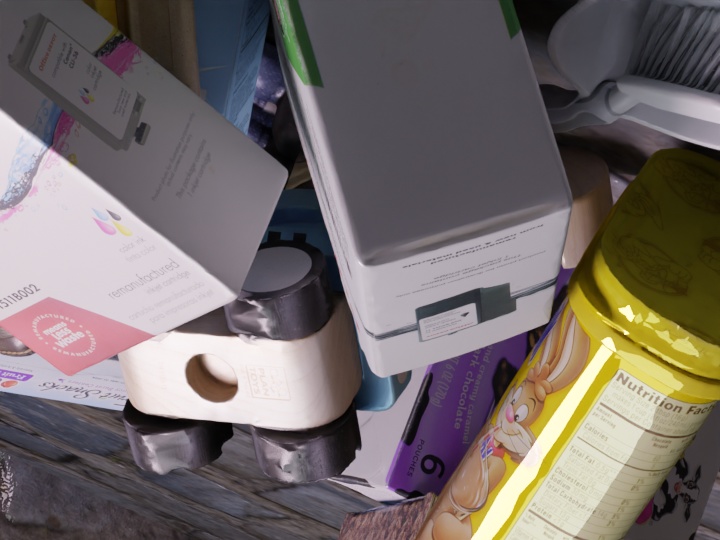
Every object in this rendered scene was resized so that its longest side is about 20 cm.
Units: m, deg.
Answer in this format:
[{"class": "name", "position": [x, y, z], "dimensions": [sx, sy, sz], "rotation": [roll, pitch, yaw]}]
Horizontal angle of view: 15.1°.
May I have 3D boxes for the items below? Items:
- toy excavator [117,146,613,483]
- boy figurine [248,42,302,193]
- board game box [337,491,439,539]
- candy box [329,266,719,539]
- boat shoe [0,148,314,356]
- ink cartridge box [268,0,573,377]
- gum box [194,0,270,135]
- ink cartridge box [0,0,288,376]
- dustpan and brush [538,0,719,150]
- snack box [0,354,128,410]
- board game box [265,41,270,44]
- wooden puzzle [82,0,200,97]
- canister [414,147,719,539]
[{"class": "toy excavator", "position": [0.000, 0.000, 1.231], "dimensions": [0.194, 0.200, 0.100], "rotation": [3, 124, 24]}, {"class": "boy figurine", "position": [-0.114, -0.106, 1.239], "dimensions": [0.200, 0.065, 0.124], "rotation": [21, 144, -7]}, {"class": "board game box", "position": [0.088, 0.195, 1.364], "dimensions": [0.200, 0.097, 0.159], "rotation": [22, 166, -11]}, {"class": "candy box", "position": [0.099, 0.068, 1.423], "dimensions": [0.200, 0.168, 0.072], "rotation": [27, 168, -31]}, {"class": "boat shoe", "position": [-0.088, -0.001, 1.292], "dimensions": [0.074, 0.200, 0.073], "rotation": [11, 124, 53]}, {"class": "ink cartridge box", "position": [0.020, -0.054, 1.050], "dimensions": [0.083, 0.147, 0.200], "rotation": [-16, 167, -3]}, {"class": "gum box", "position": [-0.125, -0.099, 1.097], "dimensions": [0.170, 0.045, 0.200], "rotation": [19, 128, 7]}, {"class": "ink cartridge box", "position": [-0.141, -0.054, 1.008], "dimensions": [0.200, 0.068, 0.116], "rotation": [39, 141, -23]}, {"class": "dustpan and brush", "position": [0.113, -0.073, 1.043], "dimensions": [0.139, 0.057, 0.200], "rotation": [26, 176, -26]}, {"class": "snack box", "position": [-0.143, -0.005, 1.359], "dimensions": [0.200, 0.142, 0.053], "rotation": [12, 145, -43]}, {"class": "board game box", "position": [-0.075, -0.086, 1.386], "dimensions": [0.105, 0.024, 0.200], "rotation": [26, 167, -32]}, {"class": "wooden puzzle", "position": [-0.152, -0.138, 1.015], "dimensions": [0.185, 0.037, 0.200], "rotation": [10, 133, 16]}, {"class": "canister", "position": [0.106, 0.062, 1.206], "dimensions": [0.086, 0.200, 0.149], "rotation": [32, -148, 3]}]
